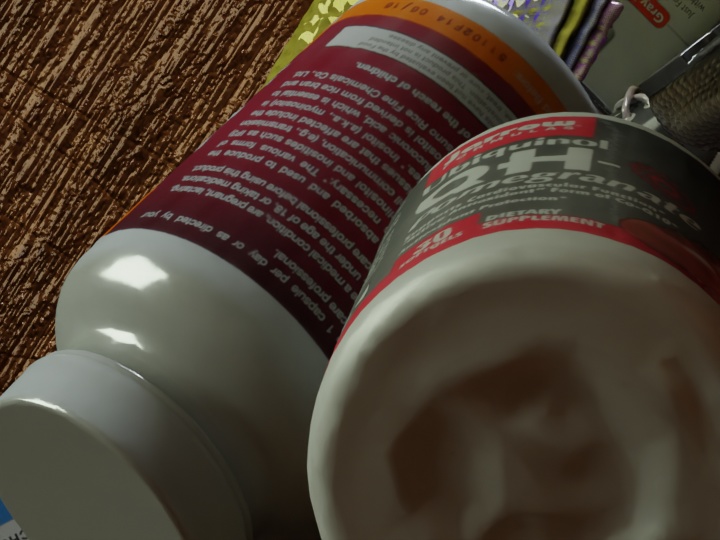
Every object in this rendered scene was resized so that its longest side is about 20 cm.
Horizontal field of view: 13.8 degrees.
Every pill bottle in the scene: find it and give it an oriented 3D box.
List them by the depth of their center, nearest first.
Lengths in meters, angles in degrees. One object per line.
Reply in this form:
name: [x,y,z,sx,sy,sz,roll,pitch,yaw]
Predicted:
pill bottle: [0.052,0.022,0.763,0.111,0.110,0.200,-56,3,16]
pill bottle: [-0.019,0.010,0.900,0.200,0.113,0.113,-45,-4,-33]

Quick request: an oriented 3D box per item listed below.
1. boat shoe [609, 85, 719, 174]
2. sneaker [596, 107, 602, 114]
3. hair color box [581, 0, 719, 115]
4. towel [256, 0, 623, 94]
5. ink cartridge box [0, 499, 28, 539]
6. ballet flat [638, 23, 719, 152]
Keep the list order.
boat shoe: [0.092,-0.022,1.147,0.201,0.057,0.067,-57,2,3]
sneaker: [0.087,-0.093,1.257,0.075,0.099,0.201,-4,67,58]
hair color box: [0.137,-0.165,1.192,0.200,0.101,0.061,-46,6,2]
towel: [-0.003,-0.040,1.060,0.143,0.023,0.200,6,51,41]
ink cartridge box: [-0.166,0.191,1.264,0.147,0.201,0.145,-28,-10,-7]
ballet flat: [0.147,-0.072,0.973,0.067,0.046,0.200,-35,1,-19]
